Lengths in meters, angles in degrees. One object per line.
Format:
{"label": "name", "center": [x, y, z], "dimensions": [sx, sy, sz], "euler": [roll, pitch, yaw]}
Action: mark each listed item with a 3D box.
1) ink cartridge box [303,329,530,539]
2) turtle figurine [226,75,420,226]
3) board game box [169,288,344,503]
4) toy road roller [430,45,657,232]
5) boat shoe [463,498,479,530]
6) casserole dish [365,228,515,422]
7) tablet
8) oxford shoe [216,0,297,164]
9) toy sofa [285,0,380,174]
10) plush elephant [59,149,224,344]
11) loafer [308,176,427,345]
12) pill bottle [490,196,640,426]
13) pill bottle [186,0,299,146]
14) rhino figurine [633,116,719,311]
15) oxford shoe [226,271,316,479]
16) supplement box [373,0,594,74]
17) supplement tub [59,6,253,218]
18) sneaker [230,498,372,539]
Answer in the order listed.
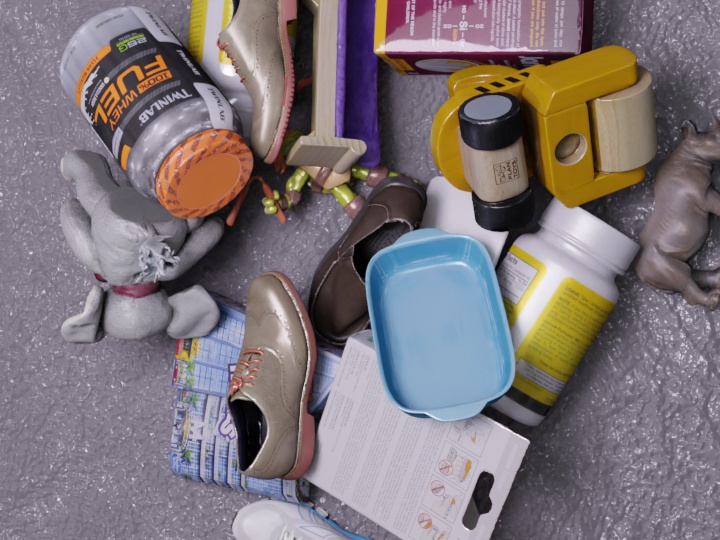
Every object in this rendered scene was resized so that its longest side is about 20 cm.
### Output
{"label": "ink cartridge box", "center": [0.054, 0.170, 1.232], "dimensions": [0.200, 0.050, 0.161], "euler": [27, 113, 22]}
{"label": "turtle figurine", "center": [-0.032, -0.093, 1.343], "dimensions": [0.161, 0.064, 0.200], "euler": [35, 80, 4]}
{"label": "board game box", "center": [-0.093, 0.130, 1.335], "dimensions": [0.200, 0.062, 0.200], "euler": [7, 89, 24]}
{"label": "toy road roller", "center": [0.162, -0.139, 1.225], "dimensions": [0.200, 0.146, 0.123], "euler": [-19, 125, -7]}
{"label": "boat shoe", "center": [0.053, 0.218, 1.316], "dimensions": [0.200, 0.073, 0.062], "euler": [57, 144, 4]}
{"label": "casserole dish", "center": [0.072, 0.053, 1.194], "dimensions": [0.121, 0.039, 0.200], "euler": [-11, 57, 2]}
{"label": "tablet", "center": [0.078, 0.003, 1.283], "dimensions": [0.130, 0.014, 0.200], "euler": [11, 75, 50]}
{"label": "oxford shoe", "center": [-0.104, -0.202, 1.268], "dimensions": [0.075, 0.070, 0.200], "euler": [3, 79, -18]}
{"label": "toy sofa", "center": [-0.017, -0.200, 1.279], "dimensions": [0.097, 0.083, 0.200], "euler": [4, 79, -13]}
{"label": "plush elephant", "center": [-0.220, -0.002, 1.302], "dimensions": [0.164, 0.200, 0.155], "euler": [6, 123, -18]}
{"label": "loafer", "center": [0.000, 0.000, 1.294], "dimensions": [0.073, 0.071, 0.200], "euler": [21, 120, -8]}
{"label": "pill bottle", "center": [0.174, 0.037, 1.257], "dimensions": [0.114, 0.114, 0.200], "euler": [33, 95, 14]}
{"label": "pill bottle", "center": [-0.123, -0.233, 1.353], "dimensions": [0.111, 0.111, 0.200], "euler": [5, 88, 15]}
{"label": "rhino figurine", "center": [0.320, -0.067, 1.253], "dimensions": [0.087, 0.060, 0.200], "euler": [15, 89, 12]}
{"label": "oxford shoe", "center": [-0.089, 0.098, 1.248], "dimensions": [0.070, 0.075, 0.200], "euler": [-15, 77, 40]}
{"label": "supplement box", "center": [0.123, -0.242, 1.289], "dimensions": [0.200, 0.110, 0.086], "euler": [3, 88, 15]}
{"label": "supplement tub", "center": [-0.194, -0.150, 1.263], "dimensions": [0.123, 0.123, 0.200], "euler": [-45, 61, 8]}
{"label": "sneaker", "center": [-0.043, 0.283, 1.314], "dimensions": [0.200, 0.087, 0.075], "euler": [18, 93, 16]}
